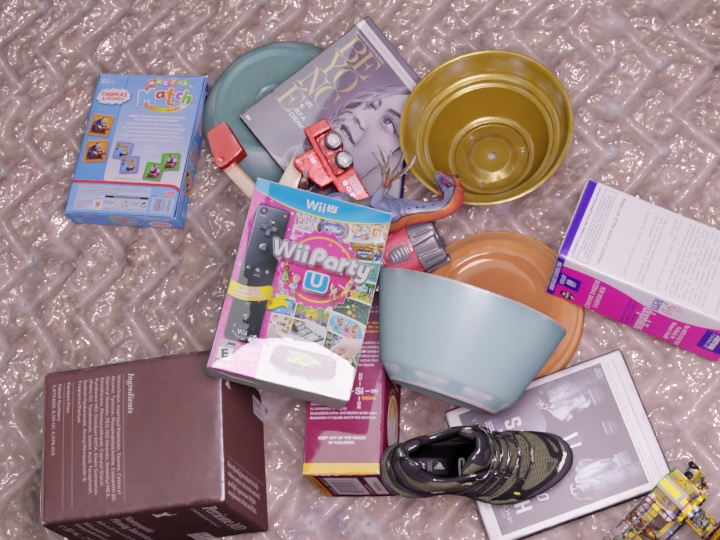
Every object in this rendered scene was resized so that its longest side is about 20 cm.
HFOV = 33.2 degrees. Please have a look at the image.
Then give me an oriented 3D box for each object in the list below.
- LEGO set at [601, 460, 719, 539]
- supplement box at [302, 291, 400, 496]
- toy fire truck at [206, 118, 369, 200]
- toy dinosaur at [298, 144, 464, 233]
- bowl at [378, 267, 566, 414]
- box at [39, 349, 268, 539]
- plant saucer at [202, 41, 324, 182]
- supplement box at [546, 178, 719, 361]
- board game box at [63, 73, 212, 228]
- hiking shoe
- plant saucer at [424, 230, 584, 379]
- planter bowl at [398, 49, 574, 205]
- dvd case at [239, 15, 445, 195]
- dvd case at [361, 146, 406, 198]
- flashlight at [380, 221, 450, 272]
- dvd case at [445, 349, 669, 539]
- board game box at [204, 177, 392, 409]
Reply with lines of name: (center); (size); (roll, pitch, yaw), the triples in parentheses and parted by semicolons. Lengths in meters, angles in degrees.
LEGO set: (0.291, 0.292, 1.158); (0.200, 0.154, 0.116); (-43, 66, -3)
supplement box: (-0.005, 0.135, 1.306); (0.085, 0.110, 0.201); (-2, 68, 11)
toy fire truck: (-0.073, -0.101, 1.392); (0.141, 0.049, 0.201); (-30, 87, 0)
toy dinosaur: (0.018, -0.065, 1.333); (0.181, 0.201, 0.105); (13, 30, 1)
bowl: (0.098, 0.079, 1.228); (0.200, 0.201, 0.105); (17, 82, 18)
box: (-0.218, 0.197, 1.296); (0.199, 0.166, 0.165); (-9, 65, 9)
plant saucer: (-0.105, -0.204, 1.485); (0.199, 0.036, 0.201); (-5, 67, 11)
supplement box: (0.311, 0.000, 1.278); (0.199, 0.101, 0.104); (21, 68, 10)
board game box: (-0.279, -0.154, 1.525); (0.150, 0.037, 0.201); (4, 69, 14)
hiking shoe: (0.123, 0.192, 1.194); (0.199, 0.101, 0.076); (-4, 74, -11)
plant saucer: (0.149, 0.044, 1.351); (0.199, 0.037, 0.201); (-4, 67, 10)
planter bowl: (0.150, -0.150, 1.405); (0.199, 0.084, 0.201); (-5, 68, 11)
dvd case: (-0.021, -0.187, 1.437); (0.200, 0.016, 0.149); (-39, 87, -8)
dvd case: (-0.023, -0.089, 1.450); (0.149, 0.025, 0.201); (1, 68, 13)
flashlight: (0.000, 0.000, 1.366); (0.199, 0.068, 0.068); (-24, 45, 11)
dvd case: (0.207, 0.187, 1.270); (0.199, 0.025, 0.151); (-20, 72, 3)
board game box: (-0.063, 0.024, 1.228); (0.147, 0.064, 0.201); (14, 74, -4)
